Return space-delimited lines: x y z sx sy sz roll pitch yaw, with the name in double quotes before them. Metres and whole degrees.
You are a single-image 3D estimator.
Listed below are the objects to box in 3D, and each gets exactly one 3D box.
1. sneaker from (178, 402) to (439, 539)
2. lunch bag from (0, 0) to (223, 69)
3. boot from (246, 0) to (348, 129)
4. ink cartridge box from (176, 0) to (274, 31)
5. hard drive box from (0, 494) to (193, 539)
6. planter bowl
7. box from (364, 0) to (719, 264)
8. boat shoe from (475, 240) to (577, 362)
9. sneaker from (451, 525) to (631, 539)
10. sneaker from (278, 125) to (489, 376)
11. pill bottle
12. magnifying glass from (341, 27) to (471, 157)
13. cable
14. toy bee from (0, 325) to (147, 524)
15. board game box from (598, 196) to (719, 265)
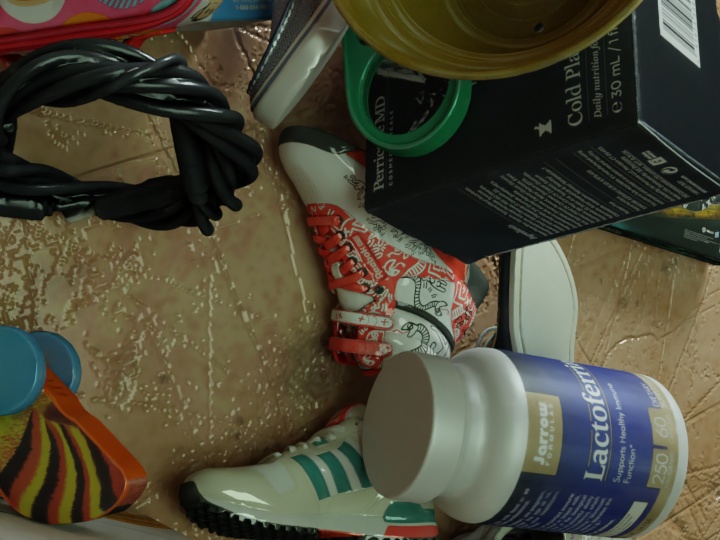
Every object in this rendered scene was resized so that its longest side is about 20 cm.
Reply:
"sneaker" -0.032 0.135 0.831 0.199 0.070 0.094 14 68 -32
"lunch bag" -0.170 -0.181 0.640 0.082 0.199 0.177 -50 133 -72
"boot" -0.034 -0.188 0.731 0.090 0.073 0.201 31 81 -5
"ink cartridge box" -0.119 -0.244 0.722 0.115 0.066 0.202 -14 101 -47
"hard drive box" -0.149 0.180 0.665 0.155 0.200 0.077 18 83 -34
"planter bowl" 0.083 -0.183 0.670 0.083 0.199 0.202 34 72 -65
"box" 0.114 -0.132 0.782 0.124 0.196 0.201 23 60 -44
"boat shoe" 0.129 0.064 0.927 0.075 0.062 0.201 -24 109 -32
"sneaker" 0.156 0.201 0.928 0.199 0.100 0.075 -19 76 -32
"sneaker" 0.001 0.000 0.833 0.201 0.067 0.108 42 68 -31
"pill bottle" 0.109 0.114 0.822 0.199 0.116 0.117 10 87 -26
"magnifying glass" 0.004 -0.154 0.772 0.080 0.201 0.022 -40 148 19
"cable" -0.134 -0.060 0.660 0.162 0.200 0.051 19 65 -24
"toy bee" -0.210 0.069 0.683 0.108 0.200 0.131 -37 149 5
"board game box" 0.249 -0.090 1.018 0.199 0.028 0.136 14 85 -33
